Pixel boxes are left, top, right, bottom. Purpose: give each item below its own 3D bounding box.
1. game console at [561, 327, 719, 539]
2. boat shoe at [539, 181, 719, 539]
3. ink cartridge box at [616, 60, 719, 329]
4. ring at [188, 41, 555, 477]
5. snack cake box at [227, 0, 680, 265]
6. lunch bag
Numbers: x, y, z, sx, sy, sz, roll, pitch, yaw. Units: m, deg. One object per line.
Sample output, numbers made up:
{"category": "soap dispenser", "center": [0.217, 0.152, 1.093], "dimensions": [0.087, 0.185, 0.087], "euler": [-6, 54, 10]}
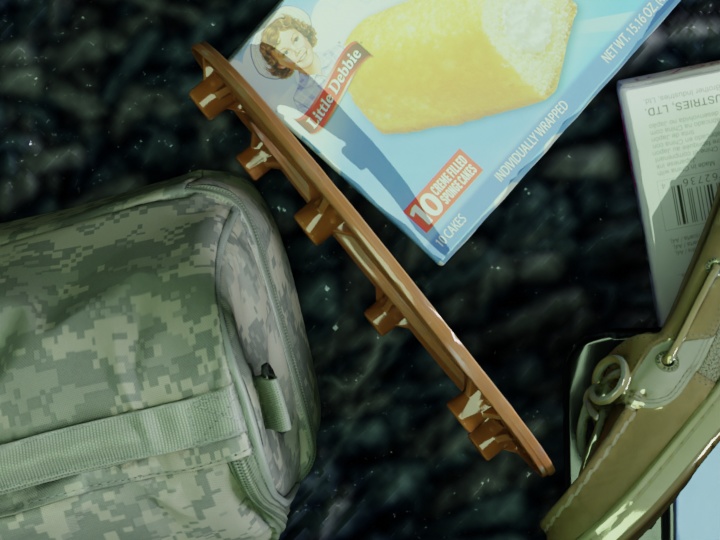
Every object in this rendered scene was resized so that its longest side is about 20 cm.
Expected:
{"category": "game console", "center": [0.174, 0.113, 0.718], "dimensions": [0.198, 0.119, 0.174], "euler": [-1, 98, 6]}
{"category": "boat shoe", "center": [0.118, 0.024, 0.710], "dimensions": [0.063, 0.073, 0.201], "euler": [35, 72, 9]}
{"category": "ink cartridge box", "center": [0.178, 0.011, 0.784], "dimensions": [0.118, 0.042, 0.202], "euler": [-11, 96, 5]}
{"category": "ring", "center": [0.000, 0.000, 0.707], "dimensions": [0.019, 0.200, 0.201], "euler": [-39, 96, -2]}
{"category": "snack cake box", "center": [0.054, -0.117, 0.755], "dimensions": [0.115, 0.067, 0.200], "euler": [41, 98, -5]}
{"category": "lunch bag", "center": [-0.119, 0.054, 0.736], "dimensions": [0.198, 0.168, 0.140], "euler": [-13, 98, 4]}
